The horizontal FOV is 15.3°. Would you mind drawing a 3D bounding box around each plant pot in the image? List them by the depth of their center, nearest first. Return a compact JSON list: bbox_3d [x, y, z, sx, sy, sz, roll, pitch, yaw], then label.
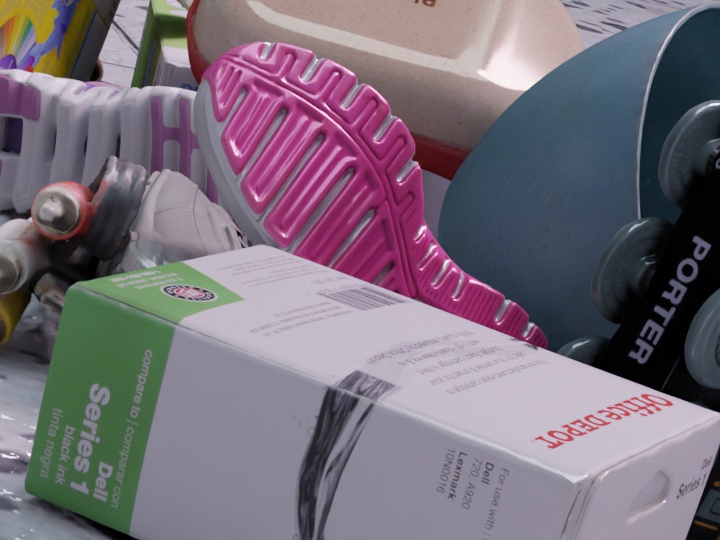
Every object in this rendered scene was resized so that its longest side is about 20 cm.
[{"bbox_3d":[0.114,-0.011,1.207,0.134,0.201,0.200,-7,-1,33],"label":"plant pot"}]

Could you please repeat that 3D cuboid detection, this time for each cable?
[{"bbox_3d":[-0.127,-0.024,1.142,0.050,0.097,0.200,33,12,-10],"label":"cable"}]

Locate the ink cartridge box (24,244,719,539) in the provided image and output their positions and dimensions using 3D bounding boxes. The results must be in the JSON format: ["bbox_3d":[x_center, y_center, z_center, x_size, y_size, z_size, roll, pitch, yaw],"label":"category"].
[{"bbox_3d":[0.007,0.064,0.945,0.200,0.085,0.146,21,15,23],"label":"ink cartridge box"}]

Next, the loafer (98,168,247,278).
[{"bbox_3d":[-0.076,0.006,1.150,0.070,0.070,0.200,27,13,-9],"label":"loafer"}]

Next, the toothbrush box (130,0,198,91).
[{"bbox_3d":[-0.051,-0.082,1.476,0.145,0.086,0.200,12,13,-11],"label":"toothbrush box"}]

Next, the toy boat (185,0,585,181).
[{"bbox_3d":[0.011,-0.086,1.327,0.199,0.131,0.131,16,45,5],"label":"toy boat"}]

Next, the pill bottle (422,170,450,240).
[{"bbox_3d":[0.126,-0.051,1.488,0.200,0.115,0.114,1,19,-46],"label":"pill bottle"}]

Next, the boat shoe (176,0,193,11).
[{"bbox_3d":[-0.104,-0.195,1.403,0.073,0.062,0.200,43,-4,35],"label":"boat shoe"}]

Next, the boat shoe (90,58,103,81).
[{"bbox_3d":[-0.232,-0.139,1.545,0.200,0.072,0.072,2,20,-43],"label":"boat shoe"}]

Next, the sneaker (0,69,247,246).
[{"bbox_3d":[-0.096,-0.054,1.301,0.200,0.081,0.088,15,10,31],"label":"sneaker"}]

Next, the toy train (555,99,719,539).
[{"bbox_3d":[0.149,0.022,1.058,0.114,0.200,0.085,21,10,-44],"label":"toy train"}]

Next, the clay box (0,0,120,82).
[{"bbox_3d":[-0.178,-0.142,1.371,0.047,0.115,0.200,17,-11,13],"label":"clay box"}]

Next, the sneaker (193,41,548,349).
[{"bbox_3d":[-0.010,-0.002,1.096,0.081,0.200,0.088,-43,18,-29],"label":"sneaker"}]
